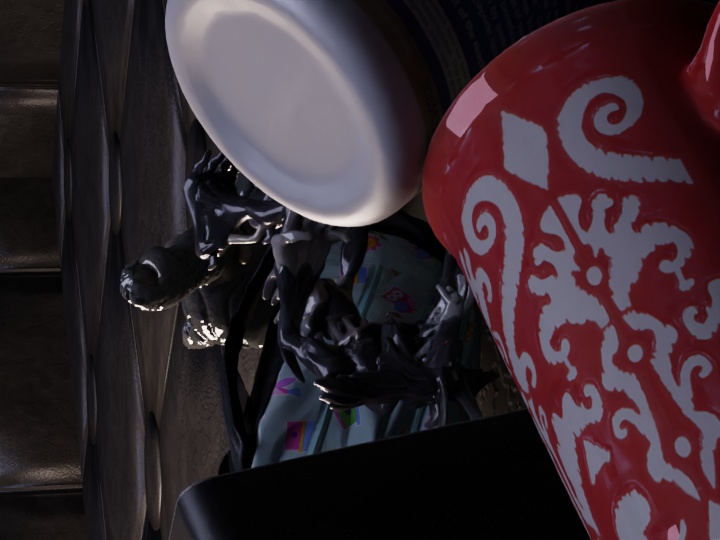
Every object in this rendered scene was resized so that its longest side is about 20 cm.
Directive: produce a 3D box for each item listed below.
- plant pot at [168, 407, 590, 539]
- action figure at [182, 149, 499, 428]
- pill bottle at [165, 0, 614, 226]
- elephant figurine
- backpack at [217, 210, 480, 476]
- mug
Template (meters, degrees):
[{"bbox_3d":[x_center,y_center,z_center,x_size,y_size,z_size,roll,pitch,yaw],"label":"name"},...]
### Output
[{"bbox_3d":[0.032,0.196,0.777,0.200,0.199,0.178,108,144,-51],"label":"plant pot"},{"bbox_3d":[0.000,0.000,0.838,0.200,0.119,0.102,43,125,37],"label":"action figure"},{"bbox_3d":[0.032,-0.116,0.675,0.116,0.200,0.116,32,147,24],"label":"pill bottle"},{"bbox_3d":[-0.061,-0.001,1.082,0.141,0.155,0.200,-32,24,55],"label":"elephant figurine"},{"bbox_3d":[-0.004,0.074,0.937,0.200,0.126,0.167,-71,-15,-53],"label":"backpack"},{"bbox_3d":[0.107,0.015,0.546,0.178,0.133,0.200,82,172,-50],"label":"mug"}]
